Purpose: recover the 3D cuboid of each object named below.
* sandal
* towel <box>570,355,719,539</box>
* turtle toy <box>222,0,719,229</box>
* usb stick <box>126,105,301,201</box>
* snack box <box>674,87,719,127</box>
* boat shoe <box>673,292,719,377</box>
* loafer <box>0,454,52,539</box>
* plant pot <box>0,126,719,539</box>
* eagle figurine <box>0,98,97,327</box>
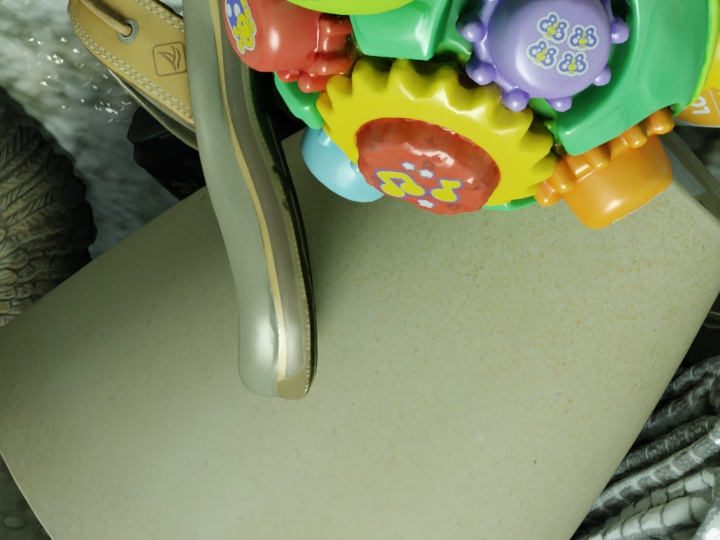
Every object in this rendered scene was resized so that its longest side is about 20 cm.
[{"bbox_3d":[-0.052,-0.059,0.790,0.054,0.201,0.080,-11,176,4],"label":"sandal"},{"bbox_3d":[0.139,0.103,0.940,0.165,0.086,0.200,22,157,-17],"label":"towel"},{"bbox_3d":[0.022,-0.077,0.723,0.145,0.101,0.200,7,153,25],"label":"turtle toy"},{"bbox_3d":[0.000,0.000,0.989,0.055,0.033,0.200,-18,134,37],"label":"usb stick"},{"bbox_3d":[0.141,-0.117,0.766,0.142,0.053,0.200,5,144,14],"label":"snack box"},{"bbox_3d":[0.175,0.013,0.915,0.201,0.072,0.060,11,132,23],"label":"boat shoe"},{"bbox_3d":[-0.097,0.088,0.956,0.070,0.200,0.070,13,104,10],"label":"loafer"},{"bbox_3d":[0.017,0.022,0.885,0.200,0.187,0.187,-43,123,12],"label":"plant pot"},{"bbox_3d":[-0.178,-0.010,0.945,0.200,0.152,0.151,40,176,-10],"label":"eagle figurine"}]
